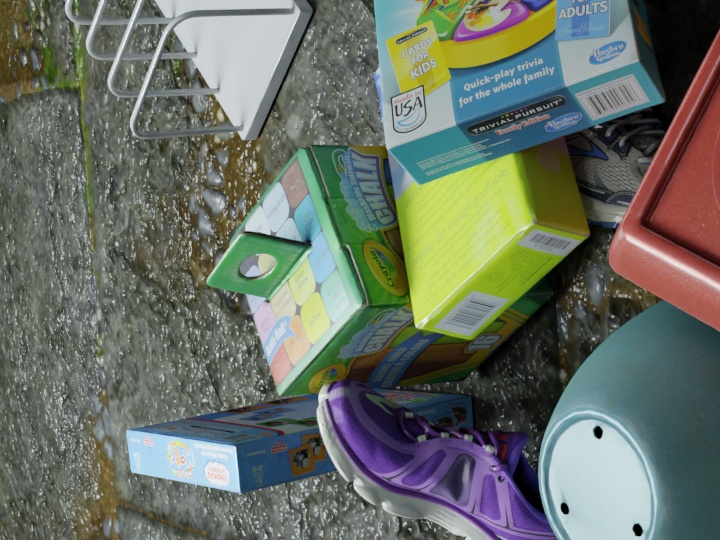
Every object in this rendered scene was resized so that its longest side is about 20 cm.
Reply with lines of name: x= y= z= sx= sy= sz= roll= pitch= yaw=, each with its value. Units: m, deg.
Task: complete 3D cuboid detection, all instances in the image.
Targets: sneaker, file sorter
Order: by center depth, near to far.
sneaker: x=0.145 y=-0.076 z=0.954 sx=0.200 sy=0.077 sz=0.085 roll=24 pitch=111 yaw=49
sneaker: x=0.063 y=0.120 z=1.041 sx=0.083 sy=0.200 sz=0.081 roll=-50 pitch=18 yaw=32
file sorter: x=-0.156 y=-0.221 z=1.295 sx=0.200 sy=0.124 sz=0.139 roll=58 pitch=137 yaw=31

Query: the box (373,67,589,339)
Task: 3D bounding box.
box: x=0.068 y=-0.074 z=0.976 sx=0.122 sy=0.048 sz=0.200 roll=-46 pitch=42 yaw=43

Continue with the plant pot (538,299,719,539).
plant pot: x=0.180 y=0.110 z=0.889 sx=0.200 sy=0.135 sz=0.201 roll=13 pitch=107 yaw=52

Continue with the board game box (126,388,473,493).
board game box: x=-0.043 y=0.117 z=1.139 sx=0.151 sy=0.200 sz=0.037 roll=-1 pitch=96 yaw=54

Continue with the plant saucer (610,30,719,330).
plant saucer: x=0.230 y=-0.055 z=0.796 sx=0.200 sy=0.037 sz=0.200 roll=34 pitch=101 yaw=43

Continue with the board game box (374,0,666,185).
board game box: x=0.083 y=-0.165 z=0.926 sx=0.151 sy=0.047 sz=0.200 roll=-18 pitch=57 yaw=21

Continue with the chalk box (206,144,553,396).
chalk box: x=0.000 y=0.000 z=1.051 sx=0.125 sy=0.200 sz=0.124 roll=-49 pitch=54 yaw=47
